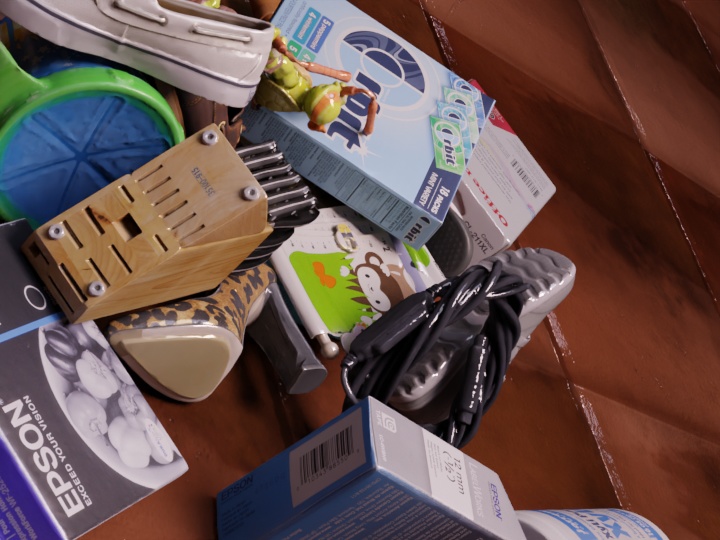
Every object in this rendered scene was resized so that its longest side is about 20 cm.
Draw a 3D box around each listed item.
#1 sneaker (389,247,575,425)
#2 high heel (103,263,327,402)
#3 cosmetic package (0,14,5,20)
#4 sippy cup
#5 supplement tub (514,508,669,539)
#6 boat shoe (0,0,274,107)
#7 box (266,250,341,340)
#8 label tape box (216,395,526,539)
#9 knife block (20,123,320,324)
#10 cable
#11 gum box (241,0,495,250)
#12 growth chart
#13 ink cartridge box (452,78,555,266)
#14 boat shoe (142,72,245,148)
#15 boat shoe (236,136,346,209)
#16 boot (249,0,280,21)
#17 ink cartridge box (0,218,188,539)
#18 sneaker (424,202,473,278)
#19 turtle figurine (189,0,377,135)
[{"bbox_3d":[0.100,0.057,1.465,0.075,0.200,0.082,39,-20,44],"label":"sneaker"},{"bbox_3d":[-0.126,0.023,1.249,0.200,0.071,0.143,13,34,-48],"label":"high heel"},{"bbox_3d":[-0.166,-0.234,1.310,0.071,0.200,0.101,52,25,-4],"label":"cosmetic package"},{"bbox_3d":[-0.201,-0.112,1.201,0.139,0.178,0.130,-10,46,-16],"label":"sippy cup"},{"bbox_3d":[0.155,0.249,1.356,0.200,0.132,0.132,11,49,-56],"label":"supplement tub"},{"bbox_3d":[-0.150,-0.173,1.140,0.200,0.070,0.071,21,20,-16],"label":"boat shoe"},{"bbox_3d":[-0.018,0.010,1.440,0.200,0.049,0.082,24,39,-46],"label":"box"},{"bbox_3d":[0.022,0.181,1.197,0.200,0.143,0.066,33,34,-37],"label":"label tape box"},{"bbox_3d":[-0.120,-0.020,1.189,0.064,0.200,0.176,53,-15,13],"label":"knife block"},{"bbox_3d":[0.065,0.079,1.352,0.051,0.200,0.163,28,-34,40],"label":"cable"},{"bbox_3d":[-0.001,-0.134,1.443,0.200,0.045,0.170,34,45,-8],"label":"gum box"},{"bbox_3d":[0.000,0.000,1.385,0.200,0.018,0.145,-18,70,-54],"label":"growth chart"},{"bbox_3d":[0.097,-0.089,1.715,0.146,0.083,0.200,54,26,-3],"label":"ink cartridge box"},{"bbox_3d":[-0.116,-0.108,1.280,0.070,0.070,0.200,57,-17,28],"label":"boat shoe"},{"bbox_3d":[-0.071,-0.104,1.467,0.201,0.066,0.072,45,46,-13],"label":"boat shoe"},{"bbox_3d":[-0.070,-0.194,1.578,0.200,0.074,0.155,32,33,-61],"label":"boot"},{"bbox_3d":[-0.214,0.073,1.046,0.198,0.043,0.200,57,27,3],"label":"ink cartridge box"},{"bbox_3d":[0.040,-0.060,1.539,0.201,0.067,0.108,36,13,27],"label":"sneaker"},{"bbox_3d":[-0.067,-0.151,1.318,0.161,0.064,0.200,38,4,19],"label":"turtle figurine"}]
